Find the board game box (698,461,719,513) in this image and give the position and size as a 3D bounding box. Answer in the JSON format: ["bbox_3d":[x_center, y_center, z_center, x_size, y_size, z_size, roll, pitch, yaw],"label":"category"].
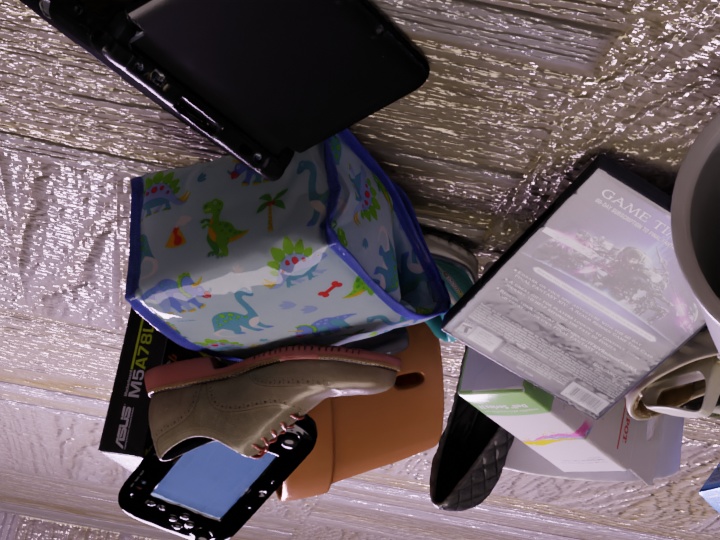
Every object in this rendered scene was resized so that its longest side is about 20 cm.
[{"bbox_3d":[0.380,0.126,1.508,0.037,0.151,0.200,45,155,-8],"label":"board game box"}]

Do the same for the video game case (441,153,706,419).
[{"bbox_3d":[0.167,0.017,1.293,0.142,0.019,0.200,30,132,-13],"label":"video game case"}]

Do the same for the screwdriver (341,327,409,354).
[{"bbox_3d":[-0.055,0.073,1.427,0.198,0.028,0.029,-14,175,-14],"label":"screwdriver"}]

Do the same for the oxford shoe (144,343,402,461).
[{"bbox_3d":[-0.061,0.097,1.318,0.198,0.076,0.070,-10,165,24],"label":"oxford shoe"}]

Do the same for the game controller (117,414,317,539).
[{"bbox_3d":[-0.115,0.154,1.448,0.103,0.042,0.200,16,139,-23],"label":"game controller"}]

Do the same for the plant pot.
[{"bbox_3d":[-0.010,0.086,1.544,0.138,0.202,0.200,-5,165,-9],"label":"plant pot"}]

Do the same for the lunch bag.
[{"bbox_3d":[-0.047,-0.002,1.315,0.168,0.129,0.200,-14,146,22],"label":"lunch bag"}]

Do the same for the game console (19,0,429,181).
[{"bbox_3d":[-0.086,-0.147,1.096,0.175,0.117,0.200,35,179,34],"label":"game console"}]

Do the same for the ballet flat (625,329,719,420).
[{"bbox_3d":[0.263,0.070,1.317,0.069,0.070,0.199,21,154,-33],"label":"ballet flat"}]

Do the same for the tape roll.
[{"bbox_3d":[0.188,0.132,1.637,0.200,0.072,0.202,4,-175,0],"label":"tape roll"}]

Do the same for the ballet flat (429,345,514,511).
[{"bbox_3d":[0.104,0.109,1.535,0.066,0.202,0.057,19,-164,26],"label":"ballet flat"}]

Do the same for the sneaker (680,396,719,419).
[{"bbox_3d":[0.264,0.085,1.486,0.198,0.078,0.088,21,167,-23],"label":"sneaker"}]

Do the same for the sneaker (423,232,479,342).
[{"bbox_3d":[0.000,0.000,1.416,0.198,0.080,0.077,16,161,-14],"label":"sneaker"}]

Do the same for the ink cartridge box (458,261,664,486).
[{"bbox_3d":[0.167,0.086,1.472,0.067,0.118,0.200,-7,148,39],"label":"ink cartridge box"}]

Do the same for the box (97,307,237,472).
[{"bbox_3d":[-0.151,0.088,1.585,0.047,0.195,0.200,8,164,18],"label":"box"}]

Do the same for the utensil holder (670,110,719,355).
[{"bbox_3d":[0.281,-0.005,1.110,0.168,0.172,0.200,4,165,17],"label":"utensil holder"}]

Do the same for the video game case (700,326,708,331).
[{"bbox_3d":[0.224,0.015,1.337,0.198,0.018,0.143,23,150,-3],"label":"video game case"}]
